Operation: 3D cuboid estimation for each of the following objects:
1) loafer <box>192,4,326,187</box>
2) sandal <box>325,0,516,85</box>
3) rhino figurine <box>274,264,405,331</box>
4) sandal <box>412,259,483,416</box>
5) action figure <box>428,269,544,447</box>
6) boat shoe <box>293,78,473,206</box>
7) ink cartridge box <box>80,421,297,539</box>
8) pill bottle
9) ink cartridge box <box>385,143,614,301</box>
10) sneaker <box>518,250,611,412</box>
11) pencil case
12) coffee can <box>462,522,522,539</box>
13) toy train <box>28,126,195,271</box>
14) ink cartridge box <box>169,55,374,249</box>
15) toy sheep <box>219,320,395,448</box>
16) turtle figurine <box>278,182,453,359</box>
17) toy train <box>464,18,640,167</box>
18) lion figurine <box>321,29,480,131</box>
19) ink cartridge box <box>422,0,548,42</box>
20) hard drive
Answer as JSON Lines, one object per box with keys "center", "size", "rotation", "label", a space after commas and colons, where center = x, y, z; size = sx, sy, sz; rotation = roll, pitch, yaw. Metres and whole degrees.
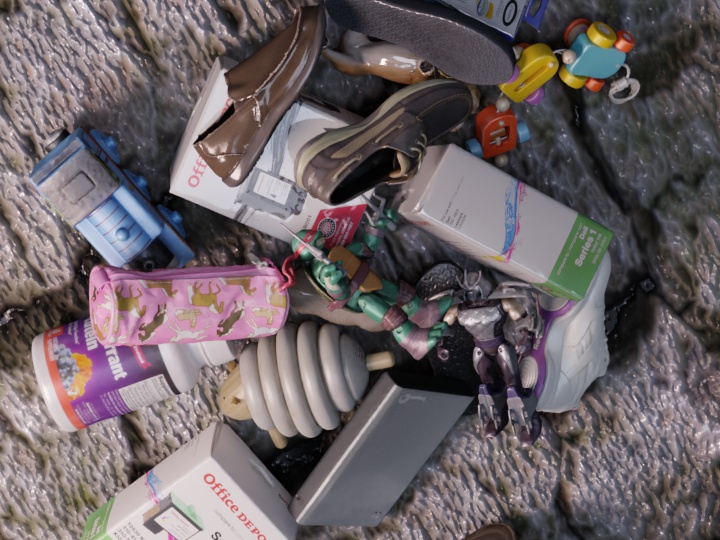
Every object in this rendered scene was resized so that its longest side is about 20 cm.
{"center": [-0.100, -0.178, 1.523], "size": [0.071, 0.073, 0.201], "rotation": [29, 100, -13], "label": "loafer"}
{"center": [0.064, -0.244, 1.517], "size": [0.199, 0.043, 0.076], "rotation": [25, 148, 6], "label": "sandal"}
{"center": [-0.047, 0.020, 1.667], "size": [0.198, 0.087, 0.060], "rotation": [13, 102, 0], "label": "rhino figurine"}
{"center": [0.098, 0.072, 1.726], "size": [0.075, 0.045, 0.201], "rotation": [-12, 122, 4], "label": "sandal"}
{"center": [0.141, 0.086, 1.655], "size": [0.129, 0.069, 0.201], "rotation": [-2, 118, 34], "label": "action figure"}
{"center": [0.032, -0.119, 1.540], "size": [0.199, 0.073, 0.075], "rotation": [-30, 145, -11], "label": "boat shoe"}
{"center": [-0.187, 0.287, 1.719], "size": [0.200, 0.084, 0.145], "rotation": [-36, 106, 15], "label": "ink cartridge box"}
{"center": [-0.238, 0.089, 1.660], "size": [0.199, 0.112, 0.112], "rotation": [-20, 108, 1], "label": "pill bottle"}
{"center": [0.142, -0.051, 1.626], "size": [0.199, 0.145, 0.084], "rotation": [28, 87, -12], "label": "ink cartridge box"}
{"center": [0.238, 0.064, 1.727], "size": [0.099, 0.075, 0.201], "rotation": [12, 104, -32], "label": "sneaker"}
{"center": [-0.174, 0.030, 1.563], "size": [0.199, 0.083, 0.087], "rotation": [-4, 92, -24], "label": "pencil case"}
{"center": [0.187, 0.408, 1.775], "size": [0.146, 0.146, 0.200], "rotation": [-43, 106, 8], "label": "coffee can"}
{"center": [-0.256, -0.061, 1.611], "size": [0.087, 0.114, 0.200], "rotation": [-38, 106, 7], "label": "toy train"}
{"center": [-0.085, -0.116, 1.625], "size": [0.199, 0.083, 0.146], "rotation": [22, 104, -12], "label": "ink cartridge box"}
{"center": [-0.058, 0.118, 1.678], "size": [0.199, 0.138, 0.139], "rotation": [-17, 108, 5], "label": "toy sheep"}
{"center": [0.000, 0.000, 1.577], "size": [0.200, 0.150, 0.101], "rotation": [38, 134, -10], "label": "turtle figurine"}
{"center": [0.194, -0.196, 1.637], "size": [0.199, 0.056, 0.151], "rotation": [-23, 147, -5], "label": "toy train"}
{"center": [0.033, -0.216, 1.610], "size": [0.199, 0.123, 0.073], "rotation": [23, 79, 5], "label": "lion figurine"}
{"center": [0.105, -0.308, 1.564], "size": [0.199, 0.076, 0.137], "rotation": [22, 77, -9], "label": "ink cartridge box"}
{"center": [0.023, 0.197, 1.706], "size": [0.139, 0.033, 0.201], "rotation": [12, 120, -48], "label": "hard drive"}
